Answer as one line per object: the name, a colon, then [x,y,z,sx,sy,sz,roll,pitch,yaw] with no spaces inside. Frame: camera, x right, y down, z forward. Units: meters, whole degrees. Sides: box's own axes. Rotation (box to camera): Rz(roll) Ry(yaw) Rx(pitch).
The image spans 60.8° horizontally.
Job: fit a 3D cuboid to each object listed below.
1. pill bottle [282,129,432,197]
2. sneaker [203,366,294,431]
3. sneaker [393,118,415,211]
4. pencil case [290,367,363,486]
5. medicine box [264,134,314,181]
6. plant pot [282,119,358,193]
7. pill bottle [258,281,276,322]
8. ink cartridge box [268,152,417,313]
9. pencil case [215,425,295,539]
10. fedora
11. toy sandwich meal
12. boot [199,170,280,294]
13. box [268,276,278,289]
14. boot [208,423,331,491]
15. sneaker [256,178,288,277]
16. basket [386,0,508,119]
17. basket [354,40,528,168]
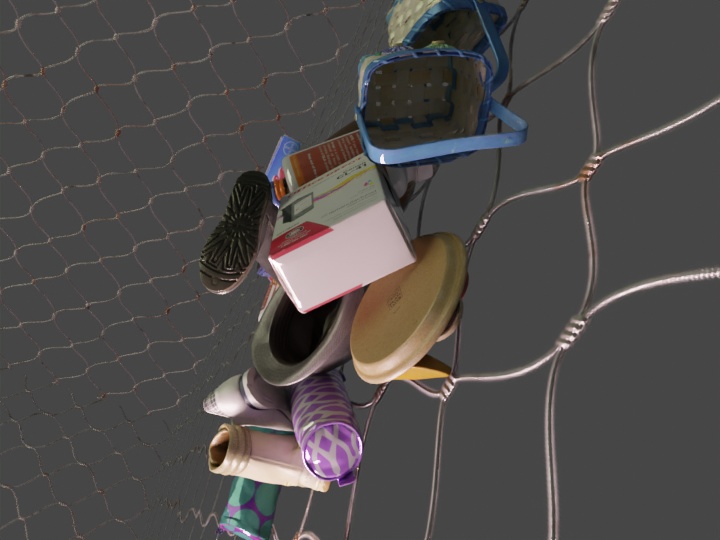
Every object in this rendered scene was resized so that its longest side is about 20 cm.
pill bottle: [-0.003,-0.142,0.886,0.112,0.199,0.113,-19,-90,-90]
sneaker: [-0.140,0.193,0.878,0.080,0.200,0.077,-28,57,10]
sneaker: [0.053,-0.155,1.005,0.080,0.071,0.201,100,178,-62]
pencil case: [-0.048,0.193,0.810,0.200,0.083,0.086,-121,17,-74]
medicine box: [-0.104,-0.156,1.264,0.103,0.199,0.183,-115,49,-77]
plant pot: [-0.031,-0.170,1.138,0.201,0.187,0.187,-54,14,-6]
pill bottle: [-0.138,0.070,1.227,0.112,0.112,0.201,-36,34,62]
ink cartridge box: [-0.024,-0.054,0.737,0.147,0.086,0.200,-27,26,8]
pencil case: [-0.159,0.325,0.981,0.093,0.084,0.201,93,-170,-59]
fedora: [-0.049,0.070,0.824,0.177,0.090,0.201,28,87,52]
toy sandwich meal: [0.060,0.049,0.680,0.205,0.070,0.206,-46,24,27]
boot: [-0.137,-0.020,0.850,0.200,0.072,0.183,78,-148,-66]
box: [-0.096,-0.009,1.022,0.200,0.039,0.138,40,125,53]
boot: [-0.134,0.256,0.856,0.200,0.154,0.073,162,122,-69]
sneaker: [-0.159,-0.067,0.991,0.201,0.078,0.076,101,164,-44]
basket: [0.123,-0.310,0.849,0.176,0.138,0.202,-33,63,59]
basket: [0.073,-0.183,0.708,0.201,0.175,0.140,-113,18,-48]
